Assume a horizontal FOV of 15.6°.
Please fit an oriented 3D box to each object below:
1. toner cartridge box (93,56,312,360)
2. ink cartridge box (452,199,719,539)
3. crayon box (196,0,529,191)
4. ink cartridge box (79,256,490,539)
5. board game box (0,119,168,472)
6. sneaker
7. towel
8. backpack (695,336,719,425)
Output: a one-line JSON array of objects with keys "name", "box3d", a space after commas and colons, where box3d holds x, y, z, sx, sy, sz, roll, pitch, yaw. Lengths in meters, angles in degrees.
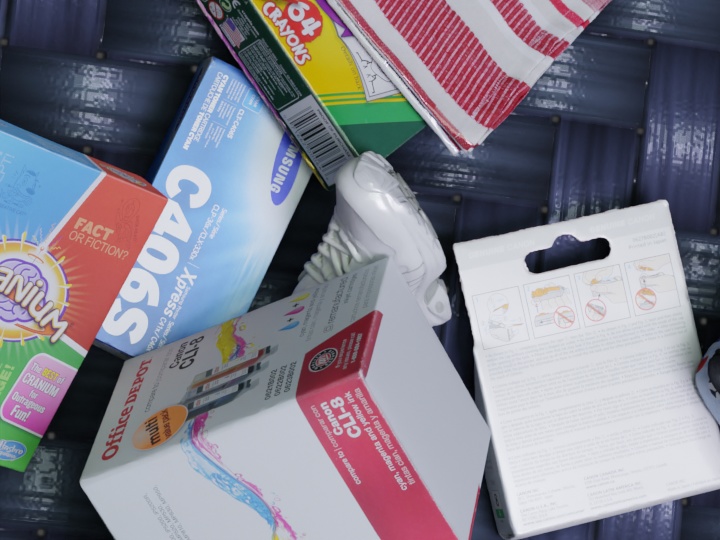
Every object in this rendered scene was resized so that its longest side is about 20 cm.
[{"name": "toner cartridge box", "box3d": [-0.102, -0.029, 1.712, 0.095, 0.043, 0.200, 26, 81, -14]}, {"name": "ink cartridge box", "box3d": [0.151, 0.067, 1.775, 0.160, 0.050, 0.201, -12, 85, -14]}, {"name": "crayon box", "box3d": [-0.008, -0.182, 1.710, 0.172, 0.058, 0.200, -39, 98, -32]}, {"name": "ink cartridge box", "box3d": [-0.044, 0.114, 1.611, 0.200, 0.145, 0.145, -22, 114, 20]}, {"name": "board game box", "box3d": [-0.227, 0.014, 1.617, 0.153, 0.040, 0.200, 22, 100, -45]}, {"name": "sneaker", "box3d": [0.000, 0.000, 1.668, 0.099, 0.200, 0.078, -28, 61, -6]}, {"name": "towel", "box3d": [0.078, -0.186, 1.718, 0.144, 0.023, 0.200, 49, 56, -10]}, {"name": "backpack", "box3d": [0.335, 0.069, 1.757, 0.190, 0.154, 0.200, -43, 110, -24]}]
